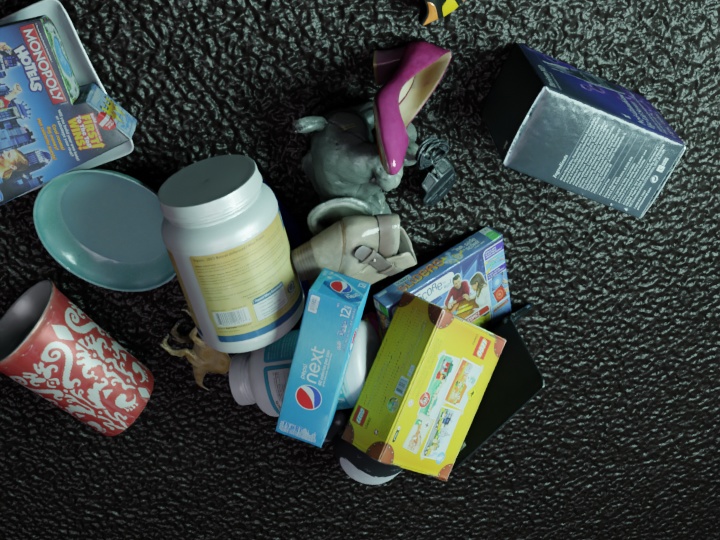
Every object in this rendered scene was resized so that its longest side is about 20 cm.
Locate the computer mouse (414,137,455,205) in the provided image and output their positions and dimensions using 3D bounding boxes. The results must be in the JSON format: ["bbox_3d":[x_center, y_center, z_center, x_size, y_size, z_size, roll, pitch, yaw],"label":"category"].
[{"bbox_3d":[0.084,-0.126,1.097,0.059,0.200,0.034,-44,76,-2],"label":"computer mouse"}]

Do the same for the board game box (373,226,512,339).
[{"bbox_3d":[0.116,0.046,1.218,0.198,0.034,0.137,-30,128,-21],"label":"board game box"}]

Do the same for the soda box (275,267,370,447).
[{"bbox_3d":[-0.047,0.106,1.084,0.063,0.068,0.204,18,116,5],"label":"soda box"}]

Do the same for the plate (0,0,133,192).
[{"bbox_3d":[-0.397,-0.201,1.071,0.196,0.033,0.202,-19,121,7],"label":"plate"}]

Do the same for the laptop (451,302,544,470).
[{"bbox_3d":[0.185,0.153,1.240,0.104,0.199,0.178,48,113,13],"label":"laptop"}]

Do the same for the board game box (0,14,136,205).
[{"bbox_3d":[-0.368,-0.187,1.028,0.195,0.062,0.203,-12,122,1],"label":"board game box"}]

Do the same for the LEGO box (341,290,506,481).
[{"bbox_3d":[0.084,0.150,1.149,0.148,0.076,0.203,26,87,-45],"label":"LEGO box"}]

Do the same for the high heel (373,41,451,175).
[{"bbox_3d":[0.062,-0.190,1.024,0.094,0.204,0.068,-4,145,5],"label":"high heel"}]

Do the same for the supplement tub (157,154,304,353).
[{"bbox_3d":[-0.156,-0.020,1.087,0.141,0.146,0.203,-12,122,3],"label":"supplement tub"}]

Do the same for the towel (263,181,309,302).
[{"bbox_3d":[-0.133,-0.010,1.211,0.146,0.050,0.201,-31,120,7],"label":"towel"}]

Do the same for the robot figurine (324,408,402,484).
[{"bbox_3d":[0.030,0.235,1.314,0.125,0.149,0.201,50,148,11],"label":"robot figurine"}]

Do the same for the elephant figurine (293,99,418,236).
[{"bbox_3d":[-0.015,-0.100,1.123,0.154,0.142,0.201,36,134,7],"label":"elephant figurine"}]

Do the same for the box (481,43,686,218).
[{"bbox_3d":[0.262,-0.169,1.084,0.196,0.149,0.106,18,120,-16],"label":"box"}]

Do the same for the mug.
[{"bbox_3d":[-0.400,0.123,1.243,0.200,0.176,0.135,44,73,-32],"label":"mug"}]

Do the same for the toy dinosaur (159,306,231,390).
[{"bbox_3d":[-0.226,0.115,1.254,0.100,0.059,0.201,33,135,-2],"label":"toy dinosaur"}]

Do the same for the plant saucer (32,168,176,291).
[{"bbox_3d":[-0.314,-0.057,1.147,0.195,0.036,0.203,4,134,4],"label":"plant saucer"}]

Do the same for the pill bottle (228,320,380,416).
[{"bbox_3d":[-0.074,0.134,1.202,0.196,0.112,0.112,-8,124,17],"label":"pill bottle"}]

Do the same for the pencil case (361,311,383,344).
[{"bbox_3d":[-0.034,0.141,1.292,0.198,0.089,0.089,-33,120,16],"label":"pencil case"}]

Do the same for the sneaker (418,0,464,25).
[{"bbox_3d":[0.046,-0.360,0.989,0.089,0.070,0.200,-37,120,14],"label":"sneaker"}]

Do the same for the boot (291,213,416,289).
[{"bbox_3d":[0.000,0.000,1.136,0.143,0.072,0.201,-16,153,4],"label":"boot"}]
